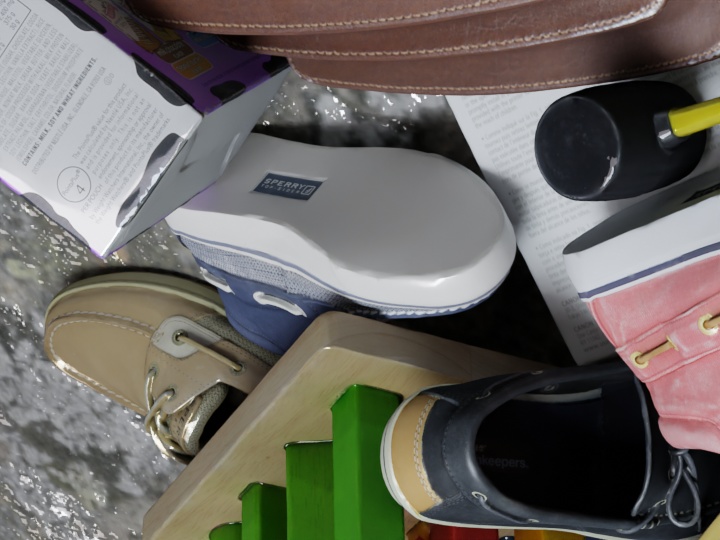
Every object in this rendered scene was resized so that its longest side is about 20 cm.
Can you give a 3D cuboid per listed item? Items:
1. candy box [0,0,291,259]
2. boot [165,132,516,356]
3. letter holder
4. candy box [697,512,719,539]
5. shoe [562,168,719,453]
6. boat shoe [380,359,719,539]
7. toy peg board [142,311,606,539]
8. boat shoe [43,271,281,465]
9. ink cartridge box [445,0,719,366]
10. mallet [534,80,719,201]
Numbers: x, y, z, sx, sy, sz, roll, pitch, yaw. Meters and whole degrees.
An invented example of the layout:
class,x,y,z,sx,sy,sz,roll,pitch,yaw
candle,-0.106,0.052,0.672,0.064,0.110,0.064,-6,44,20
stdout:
class,x,y,z,sx,sy,sz,roll,pitch,yaw
candy box,-0.136,-0.106,0.849,0.199,0.168,0.072,37,106,1
boot,0.000,0.000,0.923,0.199,0.073,0.091,19,145,47
letter holder,0.018,-0.117,0.773,0.199,0.100,0.143,0,113,35
candy box,0.176,0.103,0.823,0.057,0.116,0.200,51,163,15
shoe,0.159,0.003,0.747,0.199,0.071,0.092,-23,98,52
boat shoe,0.105,0.070,0.854,0.062,0.198,0.075,-17,74,61
toy peg board,0.030,0.128,0.940,0.198,0.099,0.200,15,143,-23
boat shoe,-0.073,0.056,1.032,0.198,0.065,0.073,16,134,21
ink cartridge box,0.108,-0.078,0.828,0.162,0.057,0.201,-24,91,44
mallet,0.156,-0.065,0.736,0.199,0.066,0.042,-17,88,32
